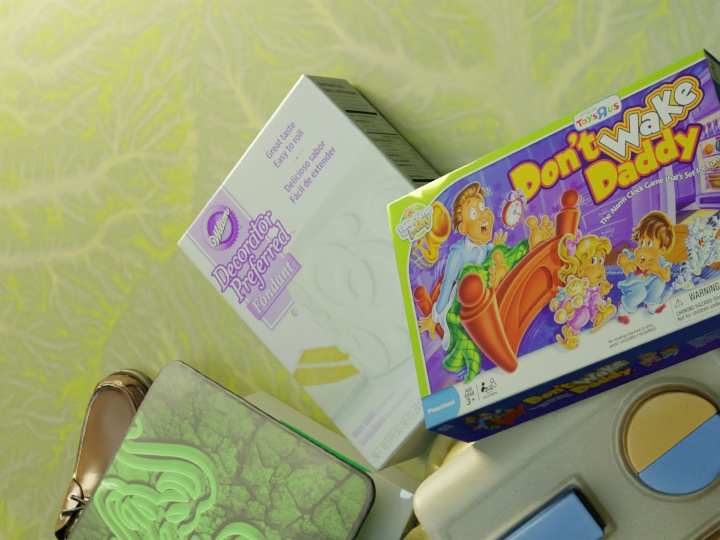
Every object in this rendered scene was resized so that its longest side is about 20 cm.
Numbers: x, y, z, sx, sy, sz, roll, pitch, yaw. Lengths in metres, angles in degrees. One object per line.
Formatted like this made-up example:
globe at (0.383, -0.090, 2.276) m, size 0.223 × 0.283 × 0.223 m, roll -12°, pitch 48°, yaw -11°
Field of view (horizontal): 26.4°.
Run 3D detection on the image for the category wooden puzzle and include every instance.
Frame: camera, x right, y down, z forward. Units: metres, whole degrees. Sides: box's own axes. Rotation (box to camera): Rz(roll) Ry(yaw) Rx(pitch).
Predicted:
wooden puzzle at (0.151, 0.144, 0.793) m, size 0.185 × 0.046 × 0.201 m, roll -37°, pitch 79°, yaw 5°

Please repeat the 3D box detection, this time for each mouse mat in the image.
mouse mat at (-0.095, 0.160, 0.951) m, size 0.199 × 0.008 × 0.162 m, roll 26°, pitch 85°, yaw 38°

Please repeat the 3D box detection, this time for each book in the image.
book at (-0.050, 0.199, 0.994) m, size 0.133 × 0.048 × 0.201 m, roll 27°, pitch 104°, yaw 20°

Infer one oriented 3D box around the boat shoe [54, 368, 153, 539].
boat shoe at (-0.167, 0.169, 1.038) m, size 0.071 × 0.068 × 0.202 m, roll 1°, pitch 93°, yaw 30°

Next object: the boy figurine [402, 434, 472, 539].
boy figurine at (0.084, 0.133, 0.895) m, size 0.201 × 0.064 × 0.125 m, roll -57°, pitch 44°, yaw 21°

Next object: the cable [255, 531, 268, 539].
cable at (-0.092, 0.248, 0.963) m, size 0.097 × 0.050 × 0.201 m, roll 40°, pitch 105°, yaw 17°

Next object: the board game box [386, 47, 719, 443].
board game box at (0.114, -0.008, 0.794) m, size 0.199 × 0.045 × 0.135 m, roll -25°, pitch 61°, yaw 29°

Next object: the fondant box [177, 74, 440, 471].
fondant box at (0.000, 0.000, 0.941) m, size 0.200 × 0.058 × 0.145 m, roll 47°, pitch 113°, yaw 19°
